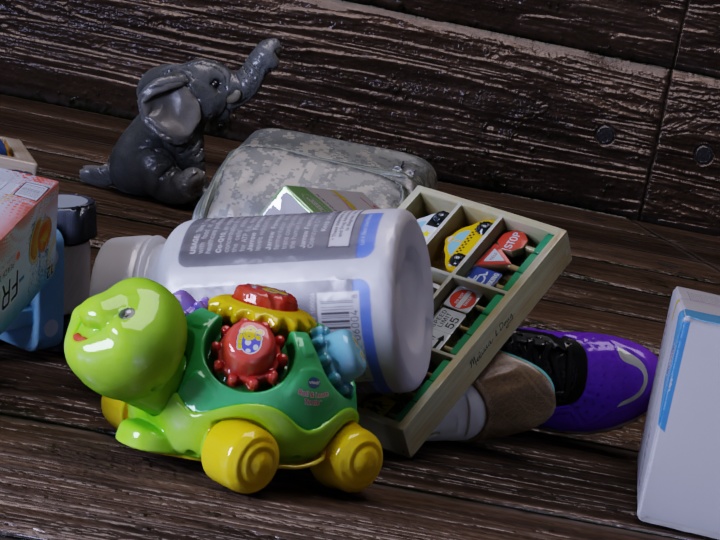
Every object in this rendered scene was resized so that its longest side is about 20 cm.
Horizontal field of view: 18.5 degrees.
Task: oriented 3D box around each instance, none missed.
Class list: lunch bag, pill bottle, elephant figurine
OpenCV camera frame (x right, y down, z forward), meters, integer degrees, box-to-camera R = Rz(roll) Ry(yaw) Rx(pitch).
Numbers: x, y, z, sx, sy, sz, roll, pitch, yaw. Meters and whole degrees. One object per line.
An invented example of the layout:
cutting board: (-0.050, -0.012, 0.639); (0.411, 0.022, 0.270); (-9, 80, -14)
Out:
lunch bag: (-0.039, -0.029, 1.900); (0.198, 0.140, 0.168); (13, 23, 12)
pill bottle: (-0.061, 0.022, 1.383); (0.198, 0.115, 0.114); (-2, 3, 15)
elephant figurine: (-0.199, -0.178, 2.482); (0.141, 0.202, 0.154); (18, 10, 42)

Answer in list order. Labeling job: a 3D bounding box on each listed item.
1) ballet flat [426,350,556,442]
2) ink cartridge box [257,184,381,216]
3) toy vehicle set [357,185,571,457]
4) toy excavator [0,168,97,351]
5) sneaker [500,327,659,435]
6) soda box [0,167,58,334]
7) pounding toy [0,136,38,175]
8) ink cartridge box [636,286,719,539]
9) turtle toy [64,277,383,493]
ballet flat: (0.028, 0.078, 1.459); (0.199, 0.068, 0.072); (15, 28, 26)
ink cartridge box: (0.000, 0.000, 1.624); (0.117, 0.067, 0.200); (43, 14, 14)
toy vehicle set: (0.036, 0.029, 1.453); (0.124, 0.027, 0.200); (17, 50, 33)
toy excavator: (-0.250, 0.015, 1.424); (0.194, 0.101, 0.199); (19, 24, 41)
sneaker: (0.107, 0.071, 1.516); (0.198, 0.070, 0.100); (4, -8, 10)
soda box: (-0.238, 0.009, 1.265); (0.063, 0.069, 0.200); (13, 27, 11)
pounding toy: (-0.355, -0.084, 1.733); (0.183, 0.143, 0.200); (10, 8, -15)
ink cartridge box: (0.248, 0.091, 1.408); (0.124, 0.130, 0.200); (13, 8, 6)
turtle toy: (-0.079, 0.058, 1.244); (0.199, 0.102, 0.145); (6, 9, -41)
